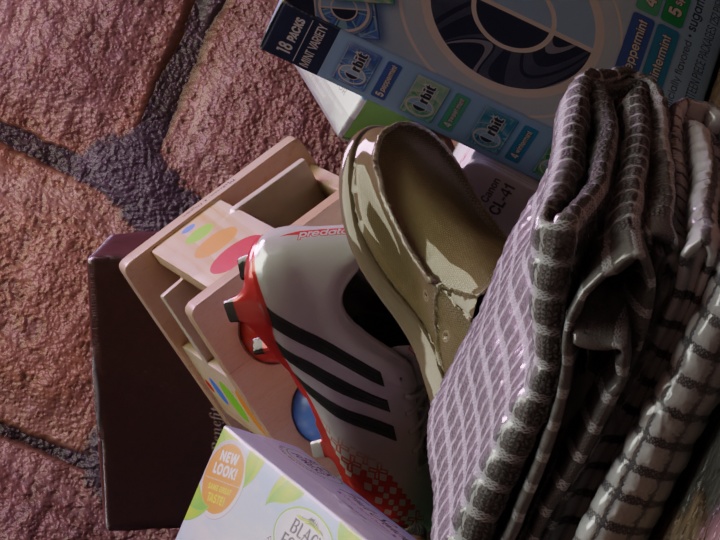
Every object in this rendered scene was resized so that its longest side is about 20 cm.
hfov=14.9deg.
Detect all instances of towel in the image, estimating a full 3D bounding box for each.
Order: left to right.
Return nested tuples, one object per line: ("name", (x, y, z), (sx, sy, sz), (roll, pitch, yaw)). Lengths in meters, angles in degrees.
("towel", (0.082, 0.026, 1.040), (0.200, 0.085, 0.166), (-74, 8, -68))

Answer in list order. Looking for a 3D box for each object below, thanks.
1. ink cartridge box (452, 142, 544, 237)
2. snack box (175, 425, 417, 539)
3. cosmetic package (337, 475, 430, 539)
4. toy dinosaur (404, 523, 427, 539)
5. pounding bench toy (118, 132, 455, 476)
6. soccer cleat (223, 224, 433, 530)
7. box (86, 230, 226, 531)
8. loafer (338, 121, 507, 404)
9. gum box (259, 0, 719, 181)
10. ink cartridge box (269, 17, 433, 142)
("ink cartridge box", (0.092, -0.056, 1.401), (0.148, 0.085, 0.200), (-61, 3, 45))
("snack box", (-0.025, 0.173, 1.239), (0.200, 0.053, 0.143), (32, 99, 54))
("cosmetic package", (0.001, 0.135, 1.499), (0.102, 0.074, 0.200), (-36, 16, 28))
("toy dinosaur", (-0.028, 0.225, 1.353), (0.135, 0.086, 0.201), (-6, 82, 51))
("pounding bench toy", (0.000, 0.000, 1.498), (0.200, 0.124, 0.156), (-37, 21, -11))
("soccer cleat", (0.011, 0.054, 1.334), (0.085, 0.200, 0.069), (-15, 37, 25))
("box", (-0.058, 0.060, 1.686), (0.164, 0.199, 0.167), (-94, 2, -84))
("loafer", (0.054, 0.009, 1.240), (0.067, 0.076, 0.200), (-43, 60, 35))
("gum box", (0.074, -0.134, 1.304), (0.045, 0.199, 0.170), (121, 173, -56))
("ink cartridge box", (0.038, -0.172, 1.458), (0.200, 0.059, 0.104), (-56, 44, 27))
